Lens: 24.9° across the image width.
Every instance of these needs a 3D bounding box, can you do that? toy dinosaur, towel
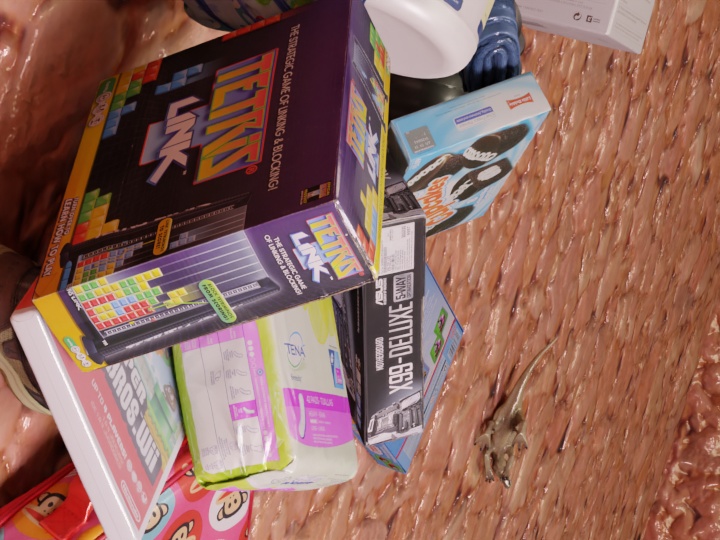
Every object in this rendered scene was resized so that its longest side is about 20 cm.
[{"bbox_3d":[0.167,0.170,1.846,0.101,0.058,0.201,-63,168,-62],"label":"toy dinosaur"},{"bbox_3d":[0.083,-0.227,1.224,0.112,0.048,0.201,78,5,-65],"label":"towel"}]

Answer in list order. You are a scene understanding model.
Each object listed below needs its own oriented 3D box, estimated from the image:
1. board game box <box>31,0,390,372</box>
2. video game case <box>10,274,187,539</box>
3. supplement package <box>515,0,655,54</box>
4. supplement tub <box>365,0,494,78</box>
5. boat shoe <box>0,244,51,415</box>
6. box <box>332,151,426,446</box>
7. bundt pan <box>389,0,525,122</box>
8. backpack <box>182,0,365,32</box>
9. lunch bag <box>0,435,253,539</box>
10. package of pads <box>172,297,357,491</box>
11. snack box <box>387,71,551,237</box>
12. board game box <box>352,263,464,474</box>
[{"bbox_3d":[-0.071,-0.052,0.851,0.201,0.164,0.057,-87,153,-51],"label":"board game box"},{"bbox_3d":[-0.130,0.038,0.907,0.200,0.017,0.144,-74,148,-62],"label":"video game case"},{"bbox_3d":[0.215,-0.316,1.502,0.121,0.119,0.202,5,101,-66],"label":"supplement package"},{"bbox_3d":[0.040,-0.248,1.105,0.201,0.144,0.145,-68,157,-11],"label":"supplement tub"},{"bbox_3d":[-0.166,0.047,0.936,0.074,0.064,0.200,-67,157,-12],"label":"boat shoe"},{"bbox_3d":[0.000,0.000,1.191,0.049,0.158,0.201,-12,130,-14],"label":"box"},{"bbox_3d":[0.078,-0.158,1.352,0.202,0.075,0.203,-47,146,-47],"label":"bundt pan"},{"bbox_3d":[-0.042,-0.231,0.950,0.201,0.153,0.163,-54,146,-9],"label":"backpack"},{"bbox_3d":[-0.151,0.174,1.009,0.200,0.082,0.177,-35,140,-41],"label":"lunch bag"},{"bbox_3d":[-0.063,0.033,0.993,0.154,0.068,0.202,25,53,-73],"label":"package of pads"},{"bbox_3d":[0.061,-0.074,1.234,0.115,0.037,0.200,-21,165,-17],"label":"snack box"},{"bbox_3d":[0.033,0.080,1.465,0.152,0.036,0.200,-66,158,-17],"label":"board game box"}]
